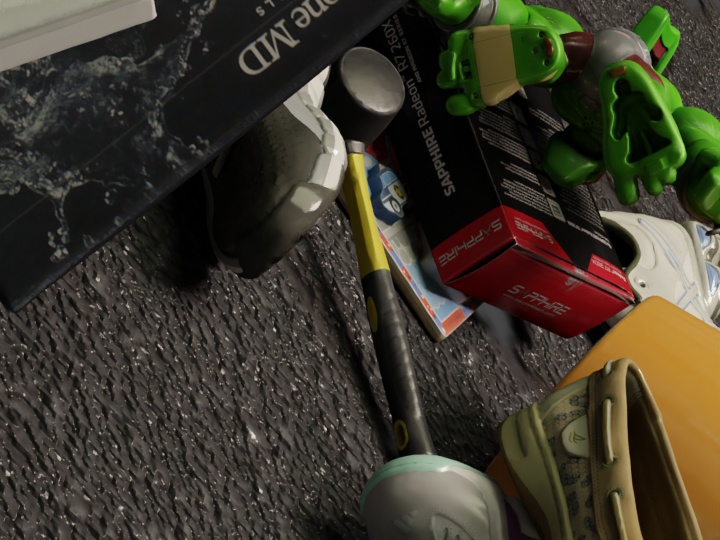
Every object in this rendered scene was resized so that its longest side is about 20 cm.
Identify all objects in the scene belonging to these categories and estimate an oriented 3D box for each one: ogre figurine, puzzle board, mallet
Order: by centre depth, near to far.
[{"bbox_3d":[0.000,0.000,1.165,0.041,0.066,0.202,5,67,-34],"label":"mallet"},{"bbox_3d":[0.119,-0.085,1.247,0.199,0.099,0.120,17,7,21],"label":"ogre figurine"},{"bbox_3d":[0.031,-0.054,1.313,0.151,0.017,0.200,55,24,-1],"label":"puzzle board"}]

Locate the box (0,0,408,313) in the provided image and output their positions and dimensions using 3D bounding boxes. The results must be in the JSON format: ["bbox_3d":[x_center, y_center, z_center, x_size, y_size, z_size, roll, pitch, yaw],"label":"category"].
[{"bbox_3d":[-0.106,-0.124,0.877,0.200,0.196,0.117,52,-6,-8],"label":"box"}]

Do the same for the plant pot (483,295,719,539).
[{"bbox_3d":[0.157,0.117,1.141,0.183,0.201,0.200,43,22,9],"label":"plant pot"}]

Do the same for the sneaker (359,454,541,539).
[{"bbox_3d":[0.053,0.172,0.982,0.201,0.078,0.140,55,22,-1],"label":"sneaker"}]

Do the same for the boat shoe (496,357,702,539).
[{"bbox_3d":[0.111,0.109,0.975,0.073,0.063,0.201,43,15,-41],"label":"boat shoe"}]

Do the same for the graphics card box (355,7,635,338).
[{"bbox_3d":[0.062,-0.070,1.311,0.125,0.051,0.201,22,43,-52],"label":"graphics card box"}]

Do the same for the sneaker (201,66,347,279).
[{"bbox_3d":[-0.070,-0.079,1.095,0.115,0.075,0.200,41,17,-21],"label":"sneaker"}]

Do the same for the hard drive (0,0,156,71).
[{"bbox_3d":[-0.177,-0.101,0.766,0.026,0.199,0.133,87,-18,-65],"label":"hard drive"}]

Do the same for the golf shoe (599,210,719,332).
[{"bbox_3d":[0.167,0.045,1.404,0.097,0.078,0.201,20,33,-28],"label":"golf shoe"}]
